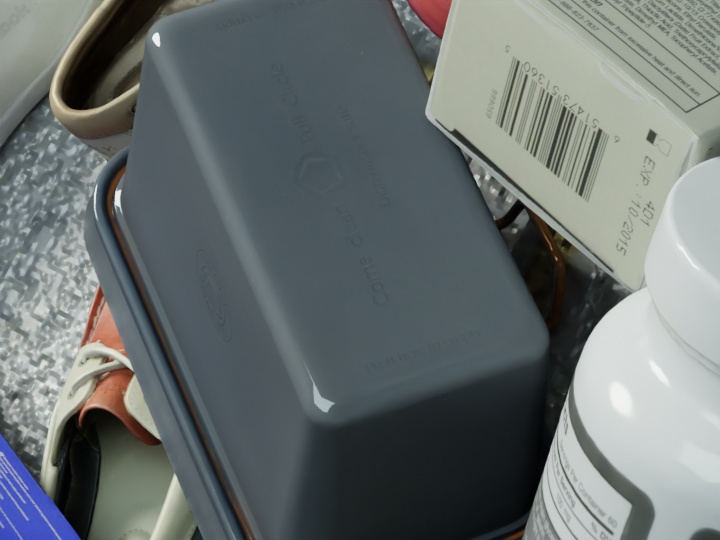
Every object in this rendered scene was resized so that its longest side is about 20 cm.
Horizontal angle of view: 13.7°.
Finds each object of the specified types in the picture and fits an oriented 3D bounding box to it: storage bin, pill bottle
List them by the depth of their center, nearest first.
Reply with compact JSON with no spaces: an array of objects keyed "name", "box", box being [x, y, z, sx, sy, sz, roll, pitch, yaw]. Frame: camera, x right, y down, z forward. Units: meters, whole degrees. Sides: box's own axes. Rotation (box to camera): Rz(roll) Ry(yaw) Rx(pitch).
[{"name":"pill bottle","box":[0.110,0.074,0.891,0.116,0.116,0.200,35,128,27]},{"name":"storage bin","box":[0.000,0.000,0.998,0.145,0.134,0.200,-18,65,-14]}]

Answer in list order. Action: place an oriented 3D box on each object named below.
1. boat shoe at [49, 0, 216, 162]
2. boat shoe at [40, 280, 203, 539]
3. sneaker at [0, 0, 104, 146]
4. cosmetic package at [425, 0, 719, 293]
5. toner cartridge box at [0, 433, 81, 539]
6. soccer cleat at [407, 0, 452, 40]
[{"name":"boat shoe","box":[-0.035,-0.120,1.106,0.071,0.065,0.200,39,91,27]},{"name":"boat shoe","box":[-0.081,0.063,1.070,0.071,0.063,0.200,2,73,24]},{"name":"sneaker","box":[-0.155,-0.096,1.138,0.073,0.085,0.200,24,82,28]},{"name":"cosmetic package","box":[0.129,-0.081,0.961,0.200,0.071,0.105,-27,57,-35]},{"name":"toner cartridge box","box":[-0.167,0.077,1.037,0.200,0.095,0.043,44,123,53]},{"name":"soccer cleat","box":[0.087,-0.144,1.018,0.067,0.076,0.200,48,55,-2]}]
